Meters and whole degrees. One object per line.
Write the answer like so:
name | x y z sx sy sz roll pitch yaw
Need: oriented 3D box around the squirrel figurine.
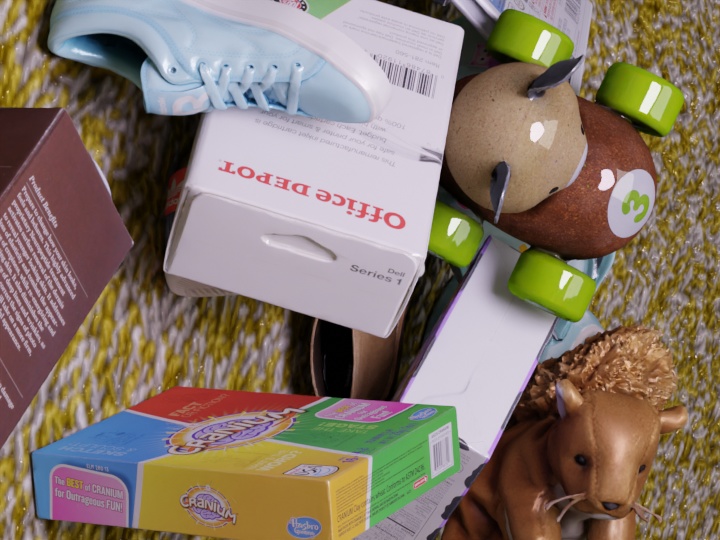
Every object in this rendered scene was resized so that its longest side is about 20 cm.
squirrel figurine | 0.150 0.118 1.571 0.187 0.141 0.201 111 -8 -56

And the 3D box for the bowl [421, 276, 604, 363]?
bowl | 0.132 0.099 1.758 0.200 0.104 0.202 -12 104 -60

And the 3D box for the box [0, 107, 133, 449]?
box | -0.205 0.016 1.181 0.200 0.074 0.101 -59 140 -37

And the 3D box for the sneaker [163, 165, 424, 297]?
sneaker | -0.040 -0.029 1.436 0.199 0.075 0.085 5 70 -44

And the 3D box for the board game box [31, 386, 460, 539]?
board game box | -0.064 0.110 1.310 0.153 0.199 0.041 -24 112 -58

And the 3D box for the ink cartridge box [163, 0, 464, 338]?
ink cartridge box | -0.027 -0.074 1.361 0.085 0.145 0.201 113 -8 -48

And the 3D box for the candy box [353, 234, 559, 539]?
candy box | 0.054 0.102 1.546 0.168 0.071 0.200 -59 178 -40

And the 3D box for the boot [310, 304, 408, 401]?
boot | 0.000 0.000 1.533 0.075 0.073 0.202 -10 104 -74

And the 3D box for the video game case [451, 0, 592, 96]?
video game case | 0.092 -0.212 1.591 0.182 0.022 0.200 46 24 -14

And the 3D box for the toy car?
toy car | 0.112 -0.073 1.403 0.165 0.157 0.200 -64 176 -2

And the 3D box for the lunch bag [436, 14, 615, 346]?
lunch bag | 0.102 -0.060 1.629 0.200 0.121 0.171 66 4 -50

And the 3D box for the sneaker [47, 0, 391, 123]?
sneaker | -0.084 -0.111 1.282 0.074 0.199 0.082 86 27 -64

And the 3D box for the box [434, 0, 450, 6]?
box | 0.103 -0.279 1.433 0.160 0.044 0.201 -45 165 -56
